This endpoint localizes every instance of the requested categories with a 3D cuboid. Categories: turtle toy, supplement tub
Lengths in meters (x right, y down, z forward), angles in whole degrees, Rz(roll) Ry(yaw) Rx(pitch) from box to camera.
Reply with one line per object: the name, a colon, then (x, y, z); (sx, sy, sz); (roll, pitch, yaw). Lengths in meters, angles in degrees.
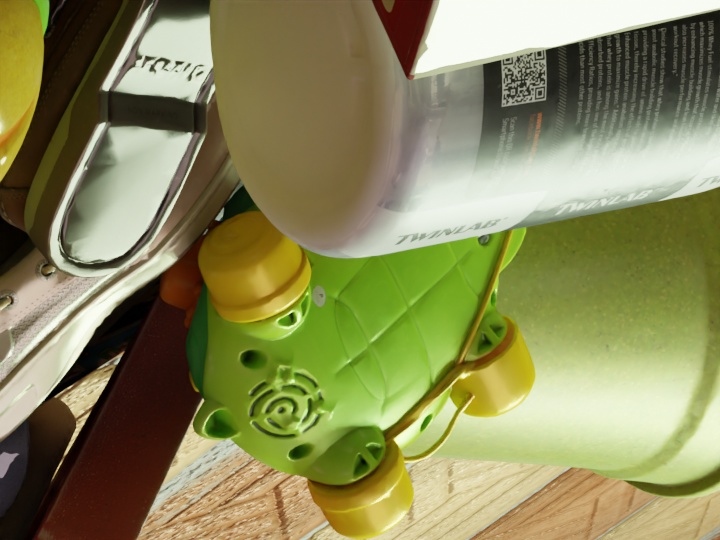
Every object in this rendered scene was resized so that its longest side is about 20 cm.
turtle toy: (0.000, 0.000, 0.988); (0.200, 0.101, 0.146); (-42, 124, -27)
supplement tub: (0.061, -0.078, 0.813); (0.199, 0.123, 0.123); (-11, 154, -32)

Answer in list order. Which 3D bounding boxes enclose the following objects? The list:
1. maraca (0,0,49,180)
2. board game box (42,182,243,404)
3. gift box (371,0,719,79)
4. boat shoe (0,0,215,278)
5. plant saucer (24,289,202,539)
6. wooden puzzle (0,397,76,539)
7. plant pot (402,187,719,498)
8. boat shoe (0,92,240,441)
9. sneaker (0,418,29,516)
maraca: (-0.183, -0.038, 0.762); (0.199, 0.107, 0.137); (-32, 162, 10)
board game box: (-0.102, -0.010, 1.050); (0.199, 0.035, 0.126); (-33, 159, 10)
gift box: (0.078, -0.175, 0.695); (0.186, 0.185, 0.200); (-14, 159, -16)
boat shoe: (-0.070, -0.098, 0.836); (0.072, 0.068, 0.201); (17, 111, -50)
plant saucer: (-0.118, 0.107, 1.048); (0.200, 0.037, 0.200); (-56, -172, 42)
wooden puzzle: (-0.221, 0.144, 1.089); (0.199, 0.046, 0.185); (-27, -163, 15)
plant pot: (0.072, 0.012, 1.155); (0.183, 0.201, 0.201); (-2, 149, -30)
boat shoe: (-0.109, -0.025, 0.915); (0.200, 0.072, 0.065); (-50, 132, -4)
sneaker: (-0.206, 0.078, 1.002); (0.082, 0.071, 0.200); (3, 165, -37)
